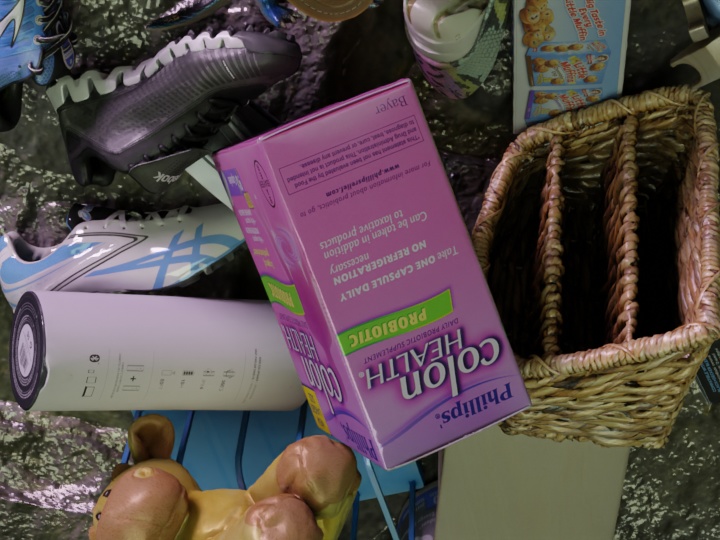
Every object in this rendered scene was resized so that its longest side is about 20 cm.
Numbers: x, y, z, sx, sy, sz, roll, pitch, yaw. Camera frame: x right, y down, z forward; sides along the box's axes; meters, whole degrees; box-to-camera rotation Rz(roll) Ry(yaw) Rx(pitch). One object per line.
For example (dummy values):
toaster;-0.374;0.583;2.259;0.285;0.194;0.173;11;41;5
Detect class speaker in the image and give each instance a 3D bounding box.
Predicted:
speaker;-0.132;0.057;1.013;0.200;0.081;0.081;2;126;-29

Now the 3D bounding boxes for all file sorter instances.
file sorter;-0.067;0.160;1.109;0.200;0.123;0.139;-13;120;11

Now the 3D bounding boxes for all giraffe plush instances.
giraffe plush;-0.105;0.175;0.982;0.162;0.173;0.200;23;148;8

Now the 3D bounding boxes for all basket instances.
basket;0.140;-0.010;0.927;0.142;0.200;0.149;7;147;2

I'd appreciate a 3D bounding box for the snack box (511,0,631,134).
snack box;0.129;-0.156;0.913;0.072;0.024;0.200;-2;146;4

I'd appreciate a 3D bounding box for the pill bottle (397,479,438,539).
pill bottle;0.081;0.258;1.114;0.114;0.200;0.114;1;122;2

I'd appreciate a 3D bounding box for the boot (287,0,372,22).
boot;-0.051;-0.246;0.835;0.077;0.155;0.200;-32;112;10

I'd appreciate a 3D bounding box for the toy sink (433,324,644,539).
toy sink;0.124;0.107;1.072;0.130;0.112;0.200;4;117;1

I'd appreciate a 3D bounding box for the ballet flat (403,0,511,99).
ballet flat;0.063;-0.188;0.907;0.069;0.071;0.200;29;127;15

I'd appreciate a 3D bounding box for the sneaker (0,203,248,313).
sneaker;-0.161;-0.019;1.036;0.200;0.072;0.073;-15;105;6

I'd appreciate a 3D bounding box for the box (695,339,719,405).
box;0.308;0.003;0.995;0.200;0.117;0.060;-22;121;14

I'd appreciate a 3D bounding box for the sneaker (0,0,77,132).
sneaker;-0.208;-0.169;0.932;0.089;0.079;0.200;35;126;-1

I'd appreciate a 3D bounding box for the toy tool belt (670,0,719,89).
toy tool belt;0.238;-0.165;0.889;0.200;0.123;0.125;38;116;-18

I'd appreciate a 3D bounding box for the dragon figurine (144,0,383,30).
dragon figurine;-0.042;-0.209;0.914;0.200;0.059;0.100;-10;119;4

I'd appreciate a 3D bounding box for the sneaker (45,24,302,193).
sneaker;-0.116;-0.097;0.944;0.200;0.066;0.091;-10;84;33

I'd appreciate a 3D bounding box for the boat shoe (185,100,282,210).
boat shoe;-0.034;-0.054;1.009;0.200;0.072;0.068;39;118;-11

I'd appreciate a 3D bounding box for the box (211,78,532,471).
box;0.000;0.000;0.896;0.097;0.176;0.200;-23;98;-12
